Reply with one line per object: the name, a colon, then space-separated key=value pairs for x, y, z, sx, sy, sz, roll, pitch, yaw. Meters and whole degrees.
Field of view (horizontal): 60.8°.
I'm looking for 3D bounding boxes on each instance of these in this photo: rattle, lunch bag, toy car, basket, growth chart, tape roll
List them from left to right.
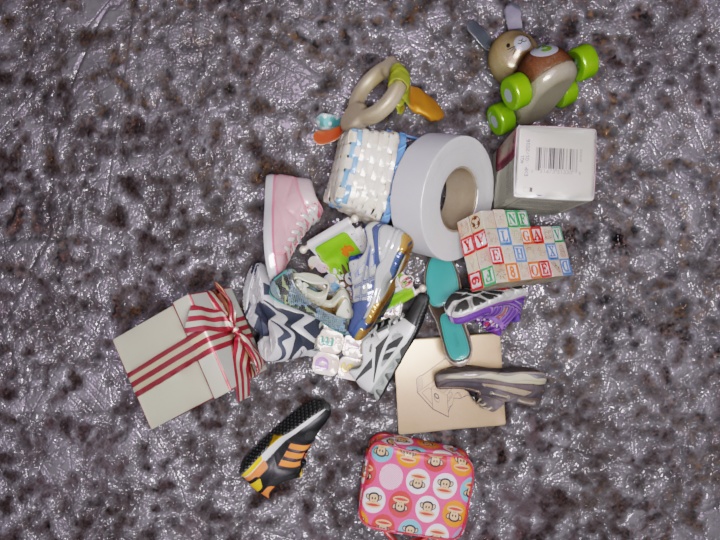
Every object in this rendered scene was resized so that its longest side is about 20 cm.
growth chart: x=0.000 y=0.000 z=1.054 sx=0.144 sy=0.018 sz=0.200 roll=-36 pitch=108 yaw=26
rattle: x=0.027 y=-0.271 z=1.107 sx=0.200 sy=0.142 sz=0.131 roll=-45 pitch=56 yaw=15
basket: x=0.046 y=-0.156 z=1.053 sx=0.195 sy=0.139 sz=0.181 roll=16 pitch=89 yaw=-14
lunch bag: x=0.094 y=0.391 z=1.071 sx=0.194 sy=0.082 sz=0.182 roll=11 pitch=90 yaw=1
tape roll: x=0.139 y=-0.122 z=1.021 sx=0.070 sy=0.200 sz=0.208 roll=15 pitch=89 yaw=43
toy car: x=0.273 y=-0.368 z=1.052 sx=0.161 sy=0.158 sz=0.204 roll=-24 pitch=77 yaw=-11

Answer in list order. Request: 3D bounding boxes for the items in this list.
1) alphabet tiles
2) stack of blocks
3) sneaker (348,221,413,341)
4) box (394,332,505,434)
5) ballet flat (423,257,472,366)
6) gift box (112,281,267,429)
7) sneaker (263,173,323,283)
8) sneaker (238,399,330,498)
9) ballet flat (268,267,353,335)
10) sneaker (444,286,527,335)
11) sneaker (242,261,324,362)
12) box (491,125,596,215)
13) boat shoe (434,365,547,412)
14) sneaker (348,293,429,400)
alphabet tiles: x=-0.025 y=0.092 z=1.111 sx=0.190 sy=0.015 sz=0.206 roll=11 pitch=90 yaw=2
stack of blocks: x=0.261 y=-0.036 z=1.027 sx=0.196 sy=0.058 sz=0.119 roll=-4 pitch=78 yaw=-36
sneaker: x=0.014 y=0.015 z=1.011 sx=0.087 sy=0.075 sz=0.204 roll=29 pitch=109 yaw=15
box: x=0.158 y=0.202 z=1.100 sx=0.194 sy=0.021 sz=0.169 roll=-4 pitch=90 yaw=-1
ballet flat: x=0.152 y=0.071 z=1.075 sx=0.066 sy=0.067 sz=0.206 roll=-10 pitch=70 yaw=9
gift box: x=-0.270 y=0.143 z=1.014 sx=0.183 sy=0.200 sz=0.188 roll=-27 pitch=92 yaw=11
sneaker: x=-0.116 y=-0.077 z=1.065 sx=0.101 sy=0.076 sz=0.206 roll=0 pitch=66 yaw=-3
sneaker: x=-0.118 y=0.318 z=1.091 sx=0.199 sy=0.070 sz=0.091 roll=-39 pitch=104 yaw=1
ballet flat: x=-0.059 y=0.051 z=1.032 sx=0.197 sy=0.074 sz=0.076 roll=26 pitch=89 yaw=-33
sneaker: x=0.220 y=0.072 z=1.034 sx=0.196 sy=0.080 sz=0.086 roll=-5 pitch=99 yaw=-41
sneaker: x=-0.127 y=0.074 z=1.081 sx=0.127 sy=0.201 sz=0.080 roll=12 pitch=123 yaw=-38
box: x=0.294 y=-0.159 z=1.013 sx=0.124 sy=0.200 sz=0.113 roll=3 pitch=89 yaw=1
boat shoe: x=0.224 y=0.205 z=1.052 sx=0.194 sy=0.074 sz=0.076 roll=1 pitch=89 yaw=0
sneaker: x=0.046 y=0.116 z=1.053 sx=0.087 sy=0.074 sz=0.203 roll=32 pitch=98 yaw=11
